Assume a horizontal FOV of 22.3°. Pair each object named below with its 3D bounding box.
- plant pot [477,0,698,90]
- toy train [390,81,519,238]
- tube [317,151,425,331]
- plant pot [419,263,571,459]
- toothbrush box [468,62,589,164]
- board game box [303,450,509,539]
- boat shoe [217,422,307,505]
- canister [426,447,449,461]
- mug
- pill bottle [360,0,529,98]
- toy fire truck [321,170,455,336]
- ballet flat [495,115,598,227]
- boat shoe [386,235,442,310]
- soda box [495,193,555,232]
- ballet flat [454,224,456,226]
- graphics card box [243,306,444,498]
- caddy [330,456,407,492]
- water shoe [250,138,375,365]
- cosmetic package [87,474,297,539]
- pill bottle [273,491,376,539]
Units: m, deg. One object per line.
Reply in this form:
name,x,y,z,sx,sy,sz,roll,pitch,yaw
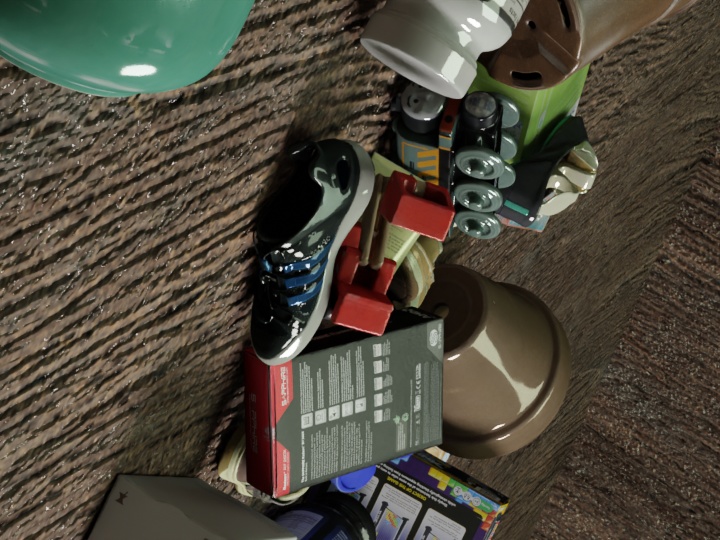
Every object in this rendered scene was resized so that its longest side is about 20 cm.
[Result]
plant pot,0.184,-0.268,1.590,0.198,0.199,0.201,-41,155,-37
toy train,0.081,-0.099,1.654,0.201,0.113,0.086,85,20,-61
tube,0.000,0.000,1.647,0.058,0.052,0.201,19,103,-39
plant pot,0.112,0.082,1.982,0.201,0.199,0.175,-59,146,-12
toothbrush box,0.167,-0.198,1.824,0.146,0.085,0.201,-49,159,-38
board game box,0.039,0.276,1.984,0.167,0.199,0.057,-64,166,9
boat shoe,-0.078,0.189,1.707,0.072,0.066,0.201,-59,163,-4
canister,0.040,0.248,2.160,0.201,0.086,0.149,-60,165,-15
mug,-0.134,-0.156,0.834,0.152,0.183,0.115,-89,-158,-68
pill bottle,0.086,-0.245,1.427,0.201,0.116,0.116,-61,165,-3
toy fire truck,0.009,-0.026,1.495,0.200,0.048,0.142,-125,-126,-67
ballet flat,0.192,-0.094,1.805,0.200,0.073,0.074,-37,151,-52
boat shoe,0.045,-0.012,1.762,0.076,0.072,0.200,-46,172,-11
soda box,0.171,-0.088,2.053,0.064,0.068,0.200,-64,164,6
ballet flat,0.090,-0.089,1.782,0.069,0.071,0.201,-53,162,-33
graphics card box,-0.013,0.113,1.614,0.198,0.051,0.127,-14,110,-37
caddy,-0.001,0.123,1.788,0.141,0.105,0.201,-30,153,-19
water shoe,-0.060,-0.018,1.458,0.078,0.071,0.202,4,116,-44
cosmetic package,-0.137,0.228,1.496,0.082,0.112,0.200,-63,163,1
pill bottle,-0.062,0.308,1.873,0.200,0.111,0.113,-37,150,-57
